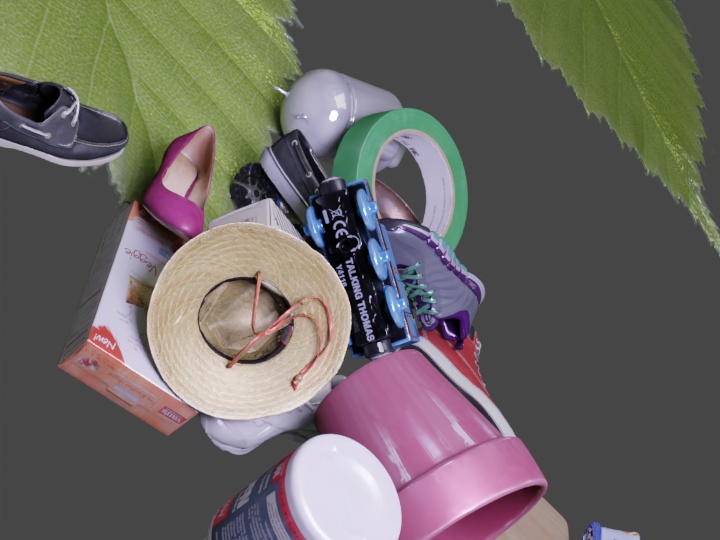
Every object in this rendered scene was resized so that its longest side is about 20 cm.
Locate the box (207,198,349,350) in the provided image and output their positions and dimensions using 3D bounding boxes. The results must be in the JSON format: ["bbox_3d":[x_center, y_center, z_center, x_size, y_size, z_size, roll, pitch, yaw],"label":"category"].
[{"bbox_3d":[-0.081,0.016,1.388,0.200,0.081,0.069,53,25,-47],"label":"box"}]

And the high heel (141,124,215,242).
[{"bbox_3d":[-0.177,-0.095,1.345,0.067,0.096,0.200,37,7,-27],"label":"high heel"}]

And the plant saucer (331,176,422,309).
[{"bbox_3d":[0.018,-0.033,1.647,0.199,0.034,0.202,31,39,-29],"label":"plant saucer"}]

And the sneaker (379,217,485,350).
[{"bbox_3d":[0.078,0.016,1.526,0.200,0.074,0.088,37,57,-38],"label":"sneaker"}]

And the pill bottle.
[{"bbox_3d":[-0.068,0.241,1.157,0.119,0.200,0.120,27,42,-28],"label":"pill bottle"}]

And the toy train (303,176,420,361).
[{"bbox_3d":[0.000,0.000,1.388,0.114,0.086,0.202,23,50,-77],"label":"toy train"}]

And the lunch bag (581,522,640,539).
[{"bbox_3d":[0.263,0.386,1.456,0.075,0.161,0.201,13,43,1],"label":"lunch bag"}]

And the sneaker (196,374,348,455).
[{"bbox_3d":[-0.080,0.130,1.331,0.199,0.099,0.078,-3,62,-51],"label":"sneaker"}]

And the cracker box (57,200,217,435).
[{"bbox_3d":[-0.208,0.044,1.292,0.134,0.058,0.201,37,38,-25],"label":"cracker box"}]

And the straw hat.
[{"bbox_3d":[-0.116,0.047,1.274,0.201,0.202,0.085,41,-6,-17],"label":"straw hat"}]

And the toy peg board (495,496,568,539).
[{"bbox_3d":[0.137,0.301,1.466,0.200,0.098,0.200,45,20,-13],"label":"toy peg board"}]

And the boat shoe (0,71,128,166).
[{"bbox_3d":[-0.315,-0.157,1.338,0.199,0.067,0.072,11,51,-46],"label":"boat shoe"}]

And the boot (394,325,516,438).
[{"bbox_3d":[0.142,0.140,1.614,0.200,0.072,0.144,50,33,2],"label":"boot"}]

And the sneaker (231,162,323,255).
[{"bbox_3d":[-0.067,-0.041,1.521,0.085,0.077,0.201,-8,67,-56],"label":"sneaker"}]

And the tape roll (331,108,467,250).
[{"bbox_3d":[0.050,-0.096,1.596,0.199,0.048,0.203,4,85,-46],"label":"tape roll"}]

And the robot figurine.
[{"bbox_3d":[-0.022,-0.190,1.666,0.199,0.114,0.169,14,17,-42],"label":"robot figurine"}]

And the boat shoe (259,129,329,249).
[{"bbox_3d":[-0.035,-0.071,1.474,0.200,0.057,0.069,51,19,2],"label":"boat shoe"}]

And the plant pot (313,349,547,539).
[{"bbox_3d":[0.051,0.186,1.256,0.199,0.200,0.180,-4,54,-51],"label":"plant pot"}]
